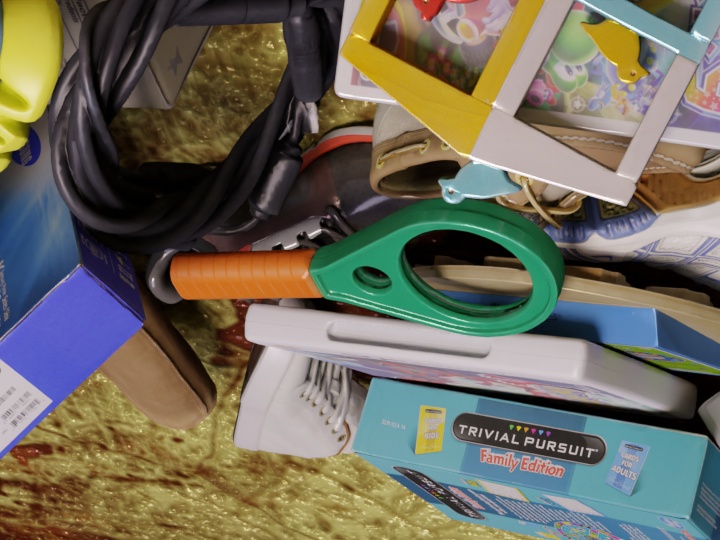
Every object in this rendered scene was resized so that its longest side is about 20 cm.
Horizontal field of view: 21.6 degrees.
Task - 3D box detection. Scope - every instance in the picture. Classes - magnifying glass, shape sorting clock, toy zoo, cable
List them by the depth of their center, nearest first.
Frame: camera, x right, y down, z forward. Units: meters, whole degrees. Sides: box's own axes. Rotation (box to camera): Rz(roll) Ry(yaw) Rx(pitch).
[{"bbox_3d":[0.079,-0.117,0.738,0.131,0.020,0.201,28,100,5],"label":"toy zoo"},{"bbox_3d":[-0.062,-0.080,0.841,0.051,0.164,0.200,42,-170,23],"label":"cable"},{"bbox_3d":[0.000,0.000,0.881,0.198,0.023,0.080,-3,138,27],"label":"magnifying glass"},{"bbox_3d":[0.115,0.022,0.956,0.198,0.040,0.200,9,175,1],"label":"shape sorting clock"}]

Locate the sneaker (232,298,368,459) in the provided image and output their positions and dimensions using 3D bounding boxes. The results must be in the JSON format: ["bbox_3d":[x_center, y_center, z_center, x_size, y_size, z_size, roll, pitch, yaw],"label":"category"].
[{"bbox_3d":[-0.026,0.061,1.097,0.084,0.073,0.200,14,161,0],"label":"sneaker"}]

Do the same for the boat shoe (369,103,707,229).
[{"bbox_3d":[0.077,-0.052,0.856,0.074,0.067,0.199,19,174,-36],"label":"boat shoe"}]

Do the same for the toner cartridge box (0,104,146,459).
[{"bbox_3d":[-0.159,-0.003,0.882,0.095,0.200,0.043,-41,119,8],"label":"toner cartridge box"}]

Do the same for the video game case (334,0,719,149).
[{"bbox_3d":[0.095,-0.128,0.754,0.198,0.145,0.018,8,-173,8],"label":"video game case"}]

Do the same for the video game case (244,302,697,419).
[{"bbox_3d":[0.063,0.049,0.988,0.181,0.023,0.200,6,174,26],"label":"video game case"}]

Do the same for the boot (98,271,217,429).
[{"bbox_3d":[-0.172,-0.002,1.084,0.175,0.066,0.200,47,173,26],"label":"boot"}]

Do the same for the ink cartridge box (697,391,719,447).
[{"bbox_3d":[0.284,0.153,0.968,0.084,0.176,0.200,-38,122,9],"label":"ink cartridge box"}]

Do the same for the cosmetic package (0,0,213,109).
[{"bbox_3d":[-0.177,-0.143,0.898,0.198,0.088,0.104,6,140,21],"label":"cosmetic package"}]

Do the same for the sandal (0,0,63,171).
[{"bbox_3d":[-0.202,-0.048,0.823,0.086,0.080,0.201,16,123,-24],"label":"sandal"}]

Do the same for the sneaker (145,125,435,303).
[{"bbox_3d":[-0.031,-0.014,0.995,0.199,0.082,0.077,-12,133,37],"label":"sneaker"}]

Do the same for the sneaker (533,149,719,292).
[{"bbox_3d":[0.155,-0.019,0.907,0.198,0.076,0.088,-1,139,28],"label":"sneaker"}]

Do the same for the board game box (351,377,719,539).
[{"bbox_3d":[0.116,0.118,1.063,0.199,0.047,0.151,9,163,29],"label":"board game box"}]
